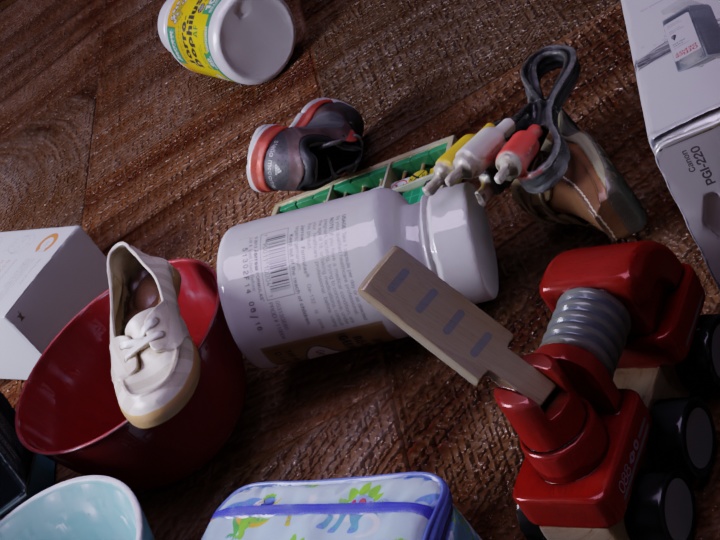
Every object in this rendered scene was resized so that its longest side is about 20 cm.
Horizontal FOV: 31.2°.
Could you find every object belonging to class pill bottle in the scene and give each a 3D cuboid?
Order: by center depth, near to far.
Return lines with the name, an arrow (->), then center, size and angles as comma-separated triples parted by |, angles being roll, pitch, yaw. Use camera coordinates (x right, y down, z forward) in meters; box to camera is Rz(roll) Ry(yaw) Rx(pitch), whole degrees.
pill bottle -> 0.000, 0.000, 0.987 | 0.197, 0.115, 0.115 | -14, 36, 16
pill bottle -> -0.170, -0.291, 1.560 | 0.113, 0.113, 0.199 | -45, 32, -14

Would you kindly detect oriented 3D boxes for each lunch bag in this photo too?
lunch bag -> -0.027, 0.202, 0.791 | 0.198, 0.083, 0.162 | -8, 38, 38

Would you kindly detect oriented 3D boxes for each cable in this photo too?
cable -> 0.126, -0.118, 0.951 | 0.096, 0.051, 0.201 | -3, 42, 41

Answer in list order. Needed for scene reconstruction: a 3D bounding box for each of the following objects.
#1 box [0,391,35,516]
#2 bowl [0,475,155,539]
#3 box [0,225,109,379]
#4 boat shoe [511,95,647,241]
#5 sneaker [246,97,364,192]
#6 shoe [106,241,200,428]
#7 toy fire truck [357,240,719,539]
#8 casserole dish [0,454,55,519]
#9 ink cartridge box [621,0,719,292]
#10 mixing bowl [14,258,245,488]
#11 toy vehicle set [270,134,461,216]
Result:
box -> -0.368, 0.169, 1.007 | 0.199, 0.125, 0.196 | -37, 8, -8
bowl -> -0.200, 0.252, 0.876 | 0.199, 0.105, 0.202 | -25, 33, 18
box -> -0.350, 0.034, 1.326 | 0.198, 0.098, 0.125 | -2, 45, 45
boat shoe -> 0.154, -0.065, 0.976 | 0.074, 0.076, 0.200 | -38, 22, 8
sneaker -> -0.029, -0.106, 1.187 | 0.081, 0.078, 0.200 | 10, 23, 22
shoe -> -0.163, 0.043, 0.955 | 0.069, 0.054, 0.201 | -32, 31, 7
toy fire truck -> 0.111, 0.042, 0.741 | 0.127, 0.201, 0.177 | -6, 42, 40
casserole dish -> -0.331, 0.196, 1.151 | 0.120, 0.039, 0.201 | -31, 30, 9
ink cartridge box -> 0.241, -0.101, 0.852 | 0.084, 0.146, 0.201 | -21, 34, 22
mixing bowl -> -0.167, 0.099, 1.041 | 0.198, 0.109, 0.201 | -25, 34, 18
toy vehicle set -> -0.004, -0.041, 1.140 | 0.198, 0.027, 0.125 | -19, 35, 28
